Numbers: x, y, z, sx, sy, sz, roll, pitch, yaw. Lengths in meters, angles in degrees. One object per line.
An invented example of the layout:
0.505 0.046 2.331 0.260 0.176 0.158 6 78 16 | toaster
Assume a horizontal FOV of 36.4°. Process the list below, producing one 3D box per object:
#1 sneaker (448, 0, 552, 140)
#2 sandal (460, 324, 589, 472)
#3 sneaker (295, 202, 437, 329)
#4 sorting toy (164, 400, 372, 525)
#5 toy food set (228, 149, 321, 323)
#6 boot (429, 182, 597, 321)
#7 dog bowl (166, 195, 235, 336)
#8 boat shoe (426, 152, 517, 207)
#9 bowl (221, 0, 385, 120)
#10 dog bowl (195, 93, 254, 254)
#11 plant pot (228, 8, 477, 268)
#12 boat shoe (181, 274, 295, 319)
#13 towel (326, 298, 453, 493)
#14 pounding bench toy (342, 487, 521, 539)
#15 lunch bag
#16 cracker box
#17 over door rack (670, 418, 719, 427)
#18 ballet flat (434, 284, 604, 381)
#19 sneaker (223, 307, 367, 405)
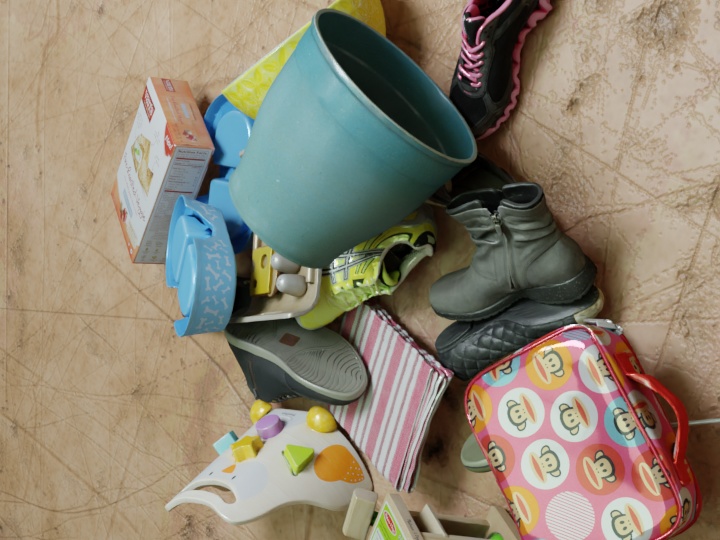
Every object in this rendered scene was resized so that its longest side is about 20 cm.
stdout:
0.122 -0.225 1.079 0.079 0.095 0.202 33 114 33 | sneaker
0.161 0.114 1.062 0.057 0.080 0.201 34 113 -12 | sandal
0.000 0.000 1.175 0.200 0.075 0.077 -44 36 22 | sneaker
-0.122 0.234 1.242 0.198 0.179 0.108 -1 108 41 | sorting toy
-0.101 -0.043 1.208 0.143 0.060 0.203 -9 74 55 | toy food set
0.121 -0.025 1.055 0.199 0.068 0.131 -13 127 44 | boot
-0.184 -0.006 1.259 0.201 0.049 0.112 -116 37 -54 | dog bowl
0.101 -0.096 1.108 0.199 0.065 0.074 29 78 30 | boat shoe
-0.041 -0.212 1.187 0.199 0.200 0.108 -27 106 38 | bowl
-0.146 -0.117 1.348 0.111 0.049 0.203 14 100 40 | dog bowl
-0.021 -0.111 1.056 0.188 0.199 0.201 -47 63 24 | plant pot
-0.161 0.040 1.358 0.200 0.060 0.073 -6 88 41 | boat shoe
0.024 0.127 1.193 0.200 0.030 0.148 43 122 52 | towel
0.082 0.297 1.106 0.125 0.154 0.200 -70 26 20 | pounding bench toy
0.199 0.148 0.946 0.175 0.082 0.202 -33 71 30 | lunch bag
-0.257 -0.125 1.399 0.201 0.057 0.135 -61 41 36 | cracker box
0.272 0.205 0.983 0.198 0.066 0.150 -10 84 35 | over door rack
0.160 0.058 1.093 0.199 0.067 0.057 -24 119 39 | ballet flat
-0.065 0.119 1.253 0.199 0.075 0.107 25 143 35 | sneaker
